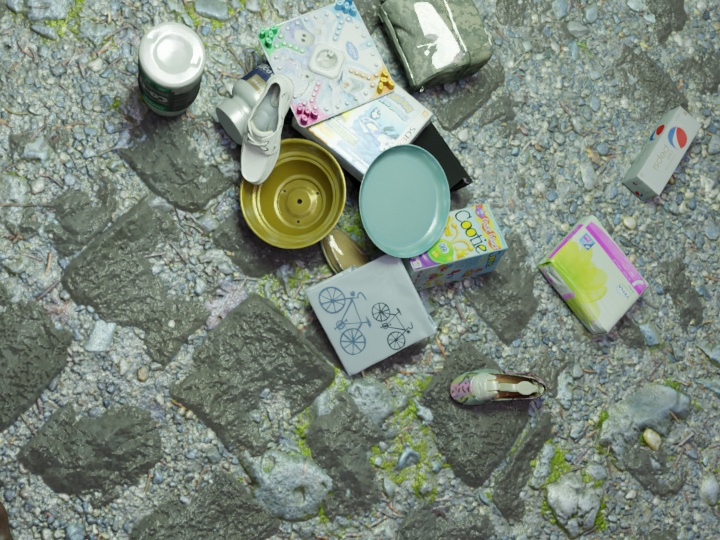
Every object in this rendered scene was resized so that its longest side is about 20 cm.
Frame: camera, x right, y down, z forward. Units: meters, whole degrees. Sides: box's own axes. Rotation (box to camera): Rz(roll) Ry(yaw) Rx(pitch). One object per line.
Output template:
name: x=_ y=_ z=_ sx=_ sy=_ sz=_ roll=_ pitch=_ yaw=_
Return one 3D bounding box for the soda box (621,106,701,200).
soda box: x=0.650 y=-0.253 z=1.788 sx=0.068 sy=0.064 sz=0.201 roll=37 pitch=75 yaw=-8

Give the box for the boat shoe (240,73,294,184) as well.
boat shoe: x=-0.174 y=-0.245 z=1.455 sx=0.070 sy=0.069 sz=0.203 roll=19 pitch=108 yaw=4

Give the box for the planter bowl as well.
planter bowl: x=-0.119 y=-0.135 z=1.539 sx=0.197 sy=0.083 sz=0.204 roll=-1 pitch=83 yaw=5

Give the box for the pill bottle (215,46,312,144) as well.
pill bottle: x=-0.169 y=-0.327 z=1.545 sx=0.199 sy=0.111 sz=0.111 roll=-41 pitch=95 yaw=-16

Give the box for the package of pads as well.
package of pads: x=0.479 y=0.013 z=1.707 sx=0.154 sy=0.068 sz=0.200 roll=-43 pitch=95 yaw=-16

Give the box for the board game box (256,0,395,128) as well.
board game box: x=-0.061 y=-0.384 z=1.506 sx=0.198 sy=0.026 sz=0.202 roll=-24 pitch=82 yaw=-15

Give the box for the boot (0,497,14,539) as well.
boot: x=-0.667 y=0.446 z=1.339 sx=0.198 sy=0.072 sz=0.168 roll=-25 pitch=89 yaw=-20

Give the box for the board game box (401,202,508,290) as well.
board game box: x=0.164 y=-0.043 z=1.596 sx=0.197 sy=0.105 sz=0.104 roll=-13 pitch=67 yaw=-17

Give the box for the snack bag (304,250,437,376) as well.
snack bag: x=0.021 y=0.075 z=1.543 sx=0.198 sy=0.021 sz=0.190 roll=-26 pitch=103 yaw=8

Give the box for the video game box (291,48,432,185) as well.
video game box: x=0.005 y=-0.278 z=1.529 sx=0.199 sy=0.047 sz=0.183 roll=38 pitch=73 yaw=2

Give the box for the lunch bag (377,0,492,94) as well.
lunch bag: x=0.140 y=-0.465 z=1.632 sx=0.166 sy=0.139 sz=0.203 roll=-23 pitch=89 yaw=-17

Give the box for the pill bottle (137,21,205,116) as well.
pill bottle: x=-0.334 y=-0.345 z=1.456 sx=0.111 sy=0.200 sz=0.115 roll=2 pitch=83 yaw=-15

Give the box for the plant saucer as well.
plant saucer: x=0.076 y=-0.125 z=1.497 sx=0.197 sy=0.027 sz=0.204 roll=-3 pitch=96 yaw=-31

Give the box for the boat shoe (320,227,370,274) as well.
boat shoe: x=0.000 y=0.000 z=1.573 sx=0.071 sy=0.076 sz=0.201 roll=-40 pitch=95 yaw=-16

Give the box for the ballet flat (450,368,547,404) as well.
ballet flat: x=0.276 y=0.228 z=1.625 sx=0.197 sy=0.071 sz=0.070 roll=1 pitch=84 yaw=-15

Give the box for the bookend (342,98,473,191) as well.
bookend: x=0.078 y=-0.188 z=1.608 sx=0.198 sy=0.092 sz=0.201 roll=-39 pitch=96 yaw=-14
